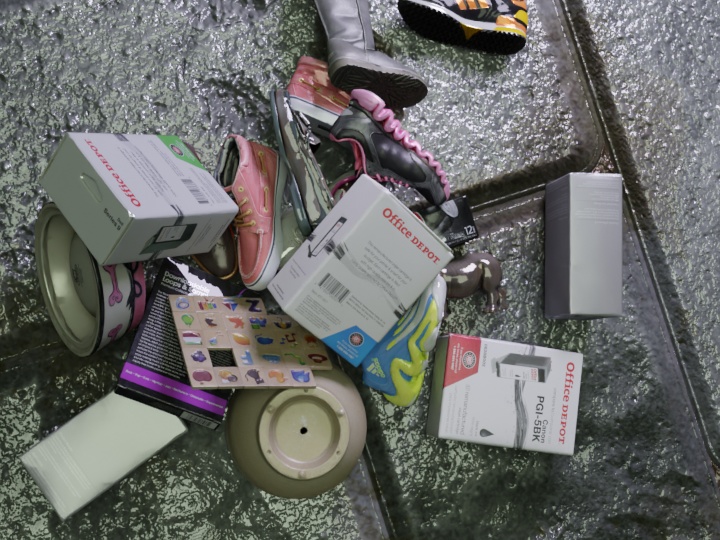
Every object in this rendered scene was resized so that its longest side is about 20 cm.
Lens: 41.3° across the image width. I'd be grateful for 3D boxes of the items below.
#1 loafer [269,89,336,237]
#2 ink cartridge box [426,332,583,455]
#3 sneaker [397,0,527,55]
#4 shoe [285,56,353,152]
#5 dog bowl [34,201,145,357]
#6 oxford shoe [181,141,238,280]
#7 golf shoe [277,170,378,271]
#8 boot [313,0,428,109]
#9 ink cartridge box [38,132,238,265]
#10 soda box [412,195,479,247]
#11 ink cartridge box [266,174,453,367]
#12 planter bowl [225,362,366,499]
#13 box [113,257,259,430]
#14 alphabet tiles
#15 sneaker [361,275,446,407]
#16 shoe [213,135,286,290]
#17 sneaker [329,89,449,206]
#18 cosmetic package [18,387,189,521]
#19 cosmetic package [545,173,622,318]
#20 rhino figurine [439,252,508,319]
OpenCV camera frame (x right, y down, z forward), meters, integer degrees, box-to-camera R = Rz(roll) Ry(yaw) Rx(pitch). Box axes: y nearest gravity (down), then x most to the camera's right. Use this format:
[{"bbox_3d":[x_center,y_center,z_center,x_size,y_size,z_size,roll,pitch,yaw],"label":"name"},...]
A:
[{"bbox_3d":[-0.072,-0.149,1.281,0.062,0.072,0.202,-14,86,4],"label":"loafer"},{"bbox_3d":[0.203,0.174,1.348,0.197,0.083,0.149,8,83,-7],"label":"ink cartridge box"},{"bbox_3d":[0.152,-0.384,1.403,0.198,0.070,0.091,14,68,-8],"label":"sneaker"},{"bbox_3d":[-0.012,-0.227,1.355,0.198,0.071,0.092,22,74,-12],"label":"shoe"},{"bbox_3d":[-0.347,0.005,1.231,0.073,0.199,0.202,-16,87,-37],"label":"dog bowl"},{"bbox_3d":[-0.224,-0.081,1.309,0.071,0.073,0.202,-25,89,-10],"label":"oxford shoe"},{"bbox_3d":[-0.055,-0.075,1.327,0.200,0.092,0.075,-41,93,-8],"label":"golf shoe"},{"bbox_3d":[0.006,-0.340,1.360,0.181,0.072,0.202,15,49,-40],"label":"boot"},{"bbox_3d":[-0.271,-0.093,1.182,0.146,0.199,0.084,49,116,17],"label":"ink cartridge box"},{"bbox_3d":[0.061,-0.043,1.350,0.198,0.071,0.064,-19,89,-10],"label":"soda box"},{"bbox_3d":[0.000,0.000,1.249,0.200,0.084,0.146,-49,120,2],"label":"ink cartridge box"},{"bbox_3d":[-0.081,0.211,1.276,0.198,0.135,0.203,1,85,-8],"label":"planter bowl"},{"bbox_3d":[-0.226,0.093,1.266,0.142,0.036,0.202,23,57,-14],"label":"box"},{"bbox_3d":[-0.140,0.092,1.243,0.198,0.168,0.008,4,128,-27],"label":"alphabet tiles"},{"bbox_3d":[0.050,0.092,1.310,0.104,0.076,0.202,16,111,5],"label":"sneaker"},{"bbox_3d":[-0.156,-0.080,1.289,0.091,0.071,0.203,21,68,-44],"label":"shoe"},{"bbox_3d":[0.036,-0.147,1.292,0.200,0.079,0.096,44,81,-18],"label":"sneaker"},{"bbox_3d":[-0.334,0.225,1.262,0.199,0.090,0.107,-34,90,-13],"label":"cosmetic package"},{"bbox_3d":[0.317,-0.031,1.364,0.089,0.107,0.203,-1,87,-9],"label":"cosmetic package"},{"bbox_3d":[0.114,0.024,1.360,0.197,0.060,0.089,-7,90,-8],"label":"rhino figurine"}]
